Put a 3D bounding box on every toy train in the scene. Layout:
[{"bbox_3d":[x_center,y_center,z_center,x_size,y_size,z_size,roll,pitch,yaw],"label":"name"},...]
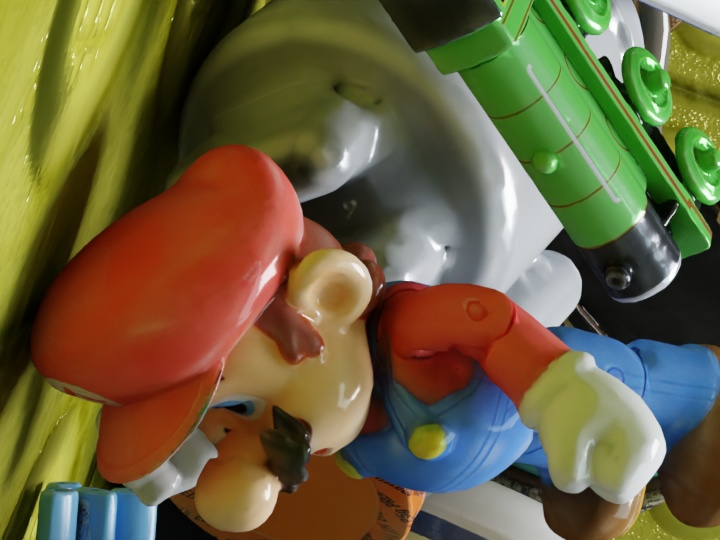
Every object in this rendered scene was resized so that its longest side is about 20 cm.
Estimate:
[{"bbox_3d":[0.033,-0.071,0.649,0.042,0.200,0.057,-21,-152,32],"label":"toy train"}]

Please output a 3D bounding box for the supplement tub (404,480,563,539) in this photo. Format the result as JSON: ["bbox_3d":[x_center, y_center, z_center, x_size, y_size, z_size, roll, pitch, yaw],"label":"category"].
[{"bbox_3d":[0.020,0.184,0.942,0.145,0.144,0.201,98,17,-77],"label":"supplement tub"}]

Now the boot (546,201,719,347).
[{"bbox_3d":[0.112,-0.036,1.018,0.073,0.150,0.201,-53,130,-50],"label":"boot"}]

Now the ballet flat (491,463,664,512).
[{"bbox_3d":[0.057,0.062,0.967,0.068,0.199,0.076,-51,137,-27],"label":"ballet flat"}]

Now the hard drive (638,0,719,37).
[{"bbox_3d":[0.089,-0.151,0.752,0.199,0.025,0.133,13,96,-54],"label":"hard drive"}]

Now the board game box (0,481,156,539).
[{"bbox_3d":[-0.004,0.084,0.660,0.200,0.198,0.026,21,76,-87],"label":"board game box"}]

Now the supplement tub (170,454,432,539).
[{"bbox_3d":[0.000,0.000,0.908,0.123,0.122,0.201,107,4,-49],"label":"supplement tub"}]

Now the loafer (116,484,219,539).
[{"bbox_3d":[-0.081,0.150,0.933,0.072,0.072,0.201,117,-5,-73],"label":"loafer"}]

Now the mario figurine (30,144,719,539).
[{"bbox_3d":[0.004,0.045,0.661,0.124,0.199,0.106,-56,-146,30],"label":"mario figurine"}]

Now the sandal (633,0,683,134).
[{"bbox_3d":[0.109,-0.116,0.922,0.082,0.054,0.202,-122,-152,-69],"label":"sandal"}]

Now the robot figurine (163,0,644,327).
[{"bbox_3d":[0.019,-0.049,0.786,0.200,0.112,0.171,-43,114,-51],"label":"robot figurine"}]
